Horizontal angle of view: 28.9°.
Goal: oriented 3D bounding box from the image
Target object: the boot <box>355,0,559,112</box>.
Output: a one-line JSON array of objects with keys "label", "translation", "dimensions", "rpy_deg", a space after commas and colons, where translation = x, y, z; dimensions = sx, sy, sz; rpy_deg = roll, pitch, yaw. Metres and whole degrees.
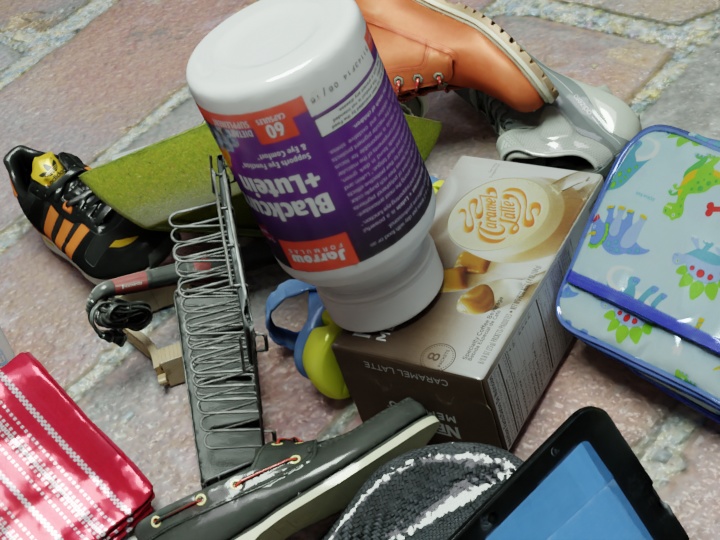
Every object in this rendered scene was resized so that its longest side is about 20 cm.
[{"label": "boot", "translation": [0.056, -0.158, 1.080], "dimensions": [0.200, 0.075, 0.107], "rpy_deg": [34, 90, 23]}]

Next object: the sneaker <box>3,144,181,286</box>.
[{"label": "sneaker", "translation": [-0.220, -0.049, 1.088], "dimensions": [0.070, 0.090, 0.200], "rpy_deg": [-47, 36, -17]}]

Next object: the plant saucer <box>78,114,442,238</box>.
[{"label": "plant saucer", "translation": [-0.065, -0.066, 1.020], "dimensions": [0.199, 0.200, 0.048], "rpy_deg": [-17, 79, 33]}]

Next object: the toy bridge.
[{"label": "toy bridge", "translation": [-0.162, 0.018, 1.075], "dimensions": [0.067, 0.027, 0.200], "rpy_deg": [-19, 41, 1]}]

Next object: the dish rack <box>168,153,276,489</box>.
[{"label": "dish rack", "translation": [-0.091, 0.032, 0.894], "dimensions": [0.054, 0.200, 0.154], "rpy_deg": [-9, 56, -8]}]

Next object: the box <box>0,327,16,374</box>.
[{"label": "box", "translation": [-0.332, 0.111, 0.965], "dimensions": [0.200, 0.113, 0.101], "rpy_deg": [-38, 44, -23]}]

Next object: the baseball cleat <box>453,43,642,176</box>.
[{"label": "baseball cleat", "translation": [0.121, -0.126, 1.106], "dimensions": [0.200, 0.070, 0.106], "rpy_deg": [25, 56, 39]}]

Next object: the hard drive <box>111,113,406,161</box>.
[{"label": "hard drive", "translation": [-0.073, -0.094, 1.077], "dimensions": [0.199, 0.132, 0.027], "rpy_deg": [-15, 80, 20]}]

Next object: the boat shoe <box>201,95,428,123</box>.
[{"label": "boat shoe", "translation": [-0.042, -0.123, 1.158], "dimensions": [0.201, 0.072, 0.060], "rpy_deg": [0, 42, 26]}]

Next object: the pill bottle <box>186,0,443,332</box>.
[{"label": "pill bottle", "translation": [-0.018, -0.061, 0.861], "dimensions": [0.111, 0.201, 0.112], "rpy_deg": [-17, 35, 13]}]

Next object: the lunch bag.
[{"label": "lunch bag", "translation": [0.230, 0.009, 0.871], "dimensions": [0.200, 0.082, 0.161], "rpy_deg": [30, 95, 41]}]

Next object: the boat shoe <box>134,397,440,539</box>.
[{"label": "boat shoe", "translation": [-0.044, 0.131, 0.865], "dimensions": [0.201, 0.074, 0.063], "rpy_deg": [-31, 68, -8]}]

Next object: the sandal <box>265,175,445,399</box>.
[{"label": "sandal", "translation": [0.000, 0.000, 1.005], "dimensions": [0.087, 0.080, 0.200], "rpy_deg": [15, 49, 36]}]

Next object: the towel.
[{"label": "towel", "translation": [-0.249, 0.159, 0.901], "dimensions": [0.200, 0.023, 0.145], "rpy_deg": [-39, 77, -23]}]

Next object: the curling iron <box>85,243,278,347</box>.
[{"label": "curling iron", "translation": [-0.118, 0.006, 1.029], "dimensions": [0.199, 0.050, 0.026], "rpy_deg": [-23, 48, -38]}]

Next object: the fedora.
[{"label": "fedora", "translation": [0.042, 0.161, 0.796], "dimensions": [0.199, 0.092, 0.201], "rpy_deg": [-10, 41, 8]}]

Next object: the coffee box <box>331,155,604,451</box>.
[{"label": "coffee box", "translation": [0.082, 0.019, 0.949], "dimensions": [0.114, 0.080, 0.200], "rpy_deg": [11, 48, 32]}]

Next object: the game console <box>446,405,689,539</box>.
[{"label": "game console", "translation": [0.130, 0.199, 0.709], "dimensions": [0.200, 0.117, 0.176], "rpy_deg": [-40, 46, -24]}]
